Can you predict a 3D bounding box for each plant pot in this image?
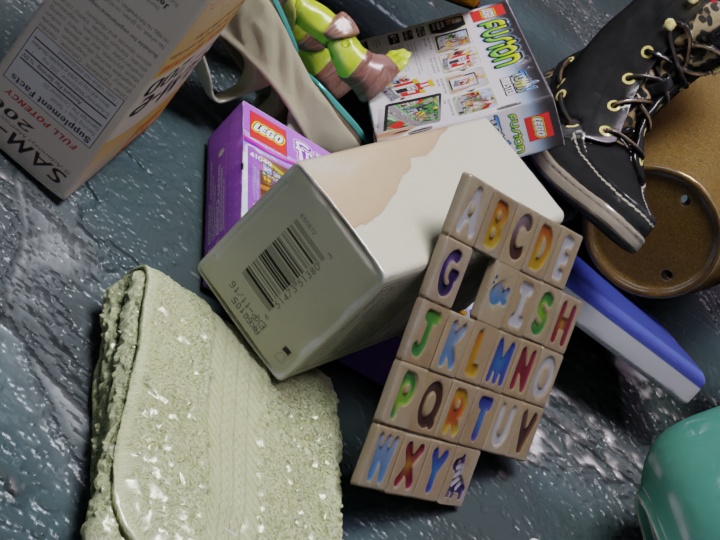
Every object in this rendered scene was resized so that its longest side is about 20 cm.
[{"bbox_3d":[0.217,-0.060,1.458,0.186,0.186,0.200,44,31,-2],"label":"plant pot"}]

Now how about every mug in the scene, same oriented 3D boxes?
[{"bbox_3d":[0.226,0.156,1.253,0.185,0.114,0.152,78,-6,-75],"label":"mug"}]

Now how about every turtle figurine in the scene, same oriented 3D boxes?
[{"bbox_3d":[-0.044,-0.171,1.313,0.161,0.200,0.064,45,60,-21],"label":"turtle figurine"}]

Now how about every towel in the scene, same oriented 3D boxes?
[{"bbox_3d":[-0.067,0.092,1.054,0.148,0.036,0.200,32,32,-24],"label":"towel"}]

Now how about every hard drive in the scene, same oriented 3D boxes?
[{"bbox_3d":[0.123,-0.001,1.364,0.200,0.025,0.132,36,11,-29],"label":"hard drive"}]

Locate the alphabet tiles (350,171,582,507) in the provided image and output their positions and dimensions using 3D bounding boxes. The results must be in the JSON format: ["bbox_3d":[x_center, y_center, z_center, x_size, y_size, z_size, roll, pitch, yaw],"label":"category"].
[{"bbox_3d":[0.068,0.047,1.165,0.008,0.167,0.200,19,-1,28],"label":"alphabet tiles"}]

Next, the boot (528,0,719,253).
[{"bbox_3d":[0.175,-0.106,1.329,0.073,0.151,0.200,42,13,-23],"label":"boot"}]

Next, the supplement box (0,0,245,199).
[{"bbox_3d":[-0.108,-0.146,1.134,0.074,0.200,0.126,40,30,-1],"label":"supplement box"}]

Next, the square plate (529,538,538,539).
[{"bbox_3d":[0.162,0.253,1.150,0.198,0.028,0.200,37,30,-13],"label":"square plate"}]

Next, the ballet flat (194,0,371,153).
[{"bbox_3d":[-0.057,-0.111,1.283,0.200,0.069,0.070,56,18,-39],"label":"ballet flat"}]

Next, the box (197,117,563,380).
[{"bbox_3d":[0.016,-0.016,1.158,0.078,0.095,0.200,53,30,12],"label":"box"}]

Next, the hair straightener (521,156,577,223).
[{"bbox_3d":[0.093,-0.076,1.410,0.077,0.041,0.200,42,14,-21],"label":"hair straightener"}]

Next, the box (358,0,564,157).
[{"bbox_3d":[0.058,-0.113,1.354,0.200,0.110,0.035,-99,173,-66],"label":"box"}]

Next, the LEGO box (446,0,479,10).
[{"bbox_3d":[0.000,-0.244,1.400,0.200,0.077,0.149,21,2,0],"label":"LEGO box"}]

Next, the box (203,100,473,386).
[{"bbox_3d":[0.000,0.000,1.251,0.200,0.039,0.137,31,33,-24],"label":"box"}]
